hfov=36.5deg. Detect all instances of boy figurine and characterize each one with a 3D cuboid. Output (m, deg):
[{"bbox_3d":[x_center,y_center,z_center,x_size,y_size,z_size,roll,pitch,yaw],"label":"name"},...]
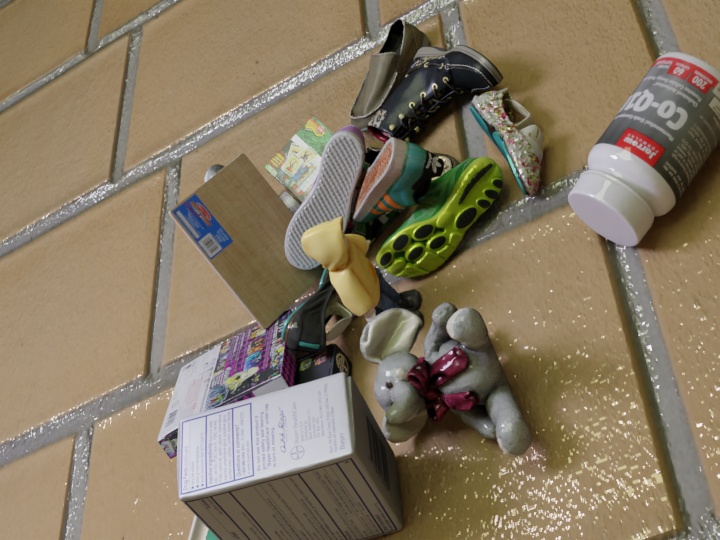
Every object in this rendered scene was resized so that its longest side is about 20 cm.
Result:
[{"bbox_3d":[0.000,0.000,1.335,0.064,0.200,0.125,-24,41,23],"label":"boy figurine"}]

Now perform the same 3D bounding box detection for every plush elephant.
[{"bbox_3d":[0.079,0.122,1.205,0.153,0.166,0.200,-24,14,3],"label":"plush elephant"}]

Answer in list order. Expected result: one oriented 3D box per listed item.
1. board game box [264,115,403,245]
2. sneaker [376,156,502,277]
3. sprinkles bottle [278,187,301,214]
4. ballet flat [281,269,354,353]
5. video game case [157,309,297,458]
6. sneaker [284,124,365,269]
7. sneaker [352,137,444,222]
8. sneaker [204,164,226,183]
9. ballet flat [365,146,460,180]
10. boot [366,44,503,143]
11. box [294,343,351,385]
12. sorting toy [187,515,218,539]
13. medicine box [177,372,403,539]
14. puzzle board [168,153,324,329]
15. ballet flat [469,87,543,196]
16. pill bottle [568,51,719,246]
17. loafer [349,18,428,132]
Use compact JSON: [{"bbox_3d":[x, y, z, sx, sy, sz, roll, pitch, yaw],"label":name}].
[{"bbox_3d":[-0.035,-0.120,1.534,0.105,0.023,0.200,-46,67,-4],"label":"board game box"},{"bbox_3d":[0.103,-0.068,1.417,0.200,0.074,0.084,-43,19,2],"label":"sneaker"},{"bbox_3d":[-0.123,-0.057,1.585,0.200,0.068,0.068,-48,40,-4],"label":"sprinkles bottle"},{"bbox_3d":[-0.037,0.046,1.421,0.068,0.069,0.201,19,39,10],"label":"ballet flat"},{"bbox_3d":[-0.164,0.140,1.400,0.180,0.036,0.200,-29,19,10],"label":"video game case"},{"bbox_3d":[-0.040,-0.102,1.484,0.114,0.072,0.202,-81,17,-71],"label":"sneaker"},{"bbox_3d":[0.045,-0.104,1.410,0.200,0.079,0.072,137,147,-67],"label":"sneaker"},{"bbox_3d":[-0.177,-0.094,1.585,0.070,0.200,0.081,36,91,21],"label":"sneaker"},{"bbox_3d":[0.059,-0.145,1.523,0.199,0.046,0.068,16,69,46],"label":"ballet flat"},{"bbox_3d":[0.102,-0.239,1.541,0.154,0.073,0.203,-53,29,-7],"label":"boot"},{"bbox_3d":[-0.108,0.193,1.366,0.198,0.049,0.162,-23,37,23],"label":"box"},{"bbox_3d":[-0.139,0.345,1.290,0.198,0.036,0.187,-12,50,33],"label":"sorting toy"},{"bbox_3d":[-0.074,0.222,1.191,0.197,0.183,0.104,-15,49,10],"label":"medicine box"},{"bbox_3d":[-0.147,-0.041,1.475,0.151,0.201,0.017,-43,7,-35],"label":"puzzle board"},{"bbox_3d":[0.199,-0.177,1.415,0.063,0.076,0.201,-29,45,6],"label":"ballet flat"},{"bbox_3d":[0.330,-0.136,1.236,0.201,0.114,0.113,-53,41,-9],"label":"pill bottle"},{"bbox_3d":[0.032,-0.299,1.655,0.075,0.070,0.202,6,61,42],"label":"loafer"}]
